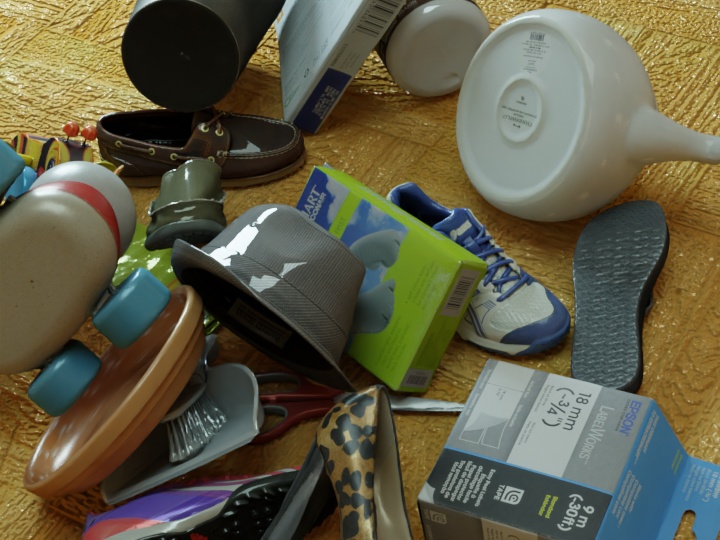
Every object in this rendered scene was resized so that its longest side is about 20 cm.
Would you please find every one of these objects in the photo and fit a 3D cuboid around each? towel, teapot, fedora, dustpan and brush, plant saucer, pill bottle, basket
[{"bbox_3d":[-0.191,0.001,1.363,0.200,0.018,0.086,26,54,32],"label":"towel"},{"bbox_3d":[0.188,-0.132,1.340,0.146,0.197,0.200,4,55,-39],"label":"teapot"},{"bbox_3d":[-0.057,0.010,1.189,0.090,0.177,0.200,-53,22,-14],"label":"fedora"},{"bbox_3d":[-0.132,0.102,1.208,0.139,0.057,0.200,-25,9,14],"label":"dustpan and brush"},{"bbox_3d":[-0.185,0.099,1.180,0.200,0.037,0.200,-44,17,17],"label":"plant saucer"},{"bbox_3d":[0.049,-0.271,1.527,0.109,0.109,0.200,-18,44,-8],"label":"pill bottle"},{"bbox_3d":[-0.156,-0.243,1.469,0.180,0.136,0.200,-43,17,26],"label":"basket"}]

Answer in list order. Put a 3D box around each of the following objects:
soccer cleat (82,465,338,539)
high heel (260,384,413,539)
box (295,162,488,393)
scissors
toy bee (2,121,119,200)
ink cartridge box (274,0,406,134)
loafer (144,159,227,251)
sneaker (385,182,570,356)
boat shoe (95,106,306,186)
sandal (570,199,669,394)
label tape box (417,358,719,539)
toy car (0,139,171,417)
[{"bbox_3d":[-0.113,0.179,1.138,0.199,0.068,0.073,-19,37,-7],"label":"soccer cleat"},{"bbox_3d":[0.038,0.177,1.056,0.200,0.071,0.143,30,91,23],"label":"high heel"},{"bbox_3d":[0.000,0.000,1.262,0.200,0.122,0.048,34,15,36],"label":"box"},{"bbox_3d":[-0.012,0.100,1.231,0.199,0.014,0.073,-10,42,3],"label":"scissors"},{"bbox_3d":[-0.272,-0.091,1.392,0.200,0.109,0.131,32,18,33],"label":"toy bee"},{"bbox_3d":[-0.022,-0.269,1.489,0.041,0.200,0.200,17,41,-25],"label":"ink cartridge box"},{"bbox_3d":[-0.152,-0.059,1.310,0.075,0.070,0.200,-8,7,-5],"label":"loafer"},{"bbox_3d":[0.088,-0.003,1.266,0.200,0.088,0.075,30,55,32],"label":"sneaker"},{"bbox_3d":[-0.153,-0.122,1.445,0.199,0.070,0.071,-4,44,4],"label":"boat shoe"},{"bbox_3d":[0.210,0.026,1.254,0.076,0.043,0.201,3,55,23],"label":"sandal"},{"bbox_3d":[0.162,0.155,1.109,0.199,0.063,0.144,13,50,23],"label":"label tape box"},{"bbox_3d":[-0.250,-0.020,1.242,0.177,0.184,0.200,-44,11,23],"label":"toy car"}]
